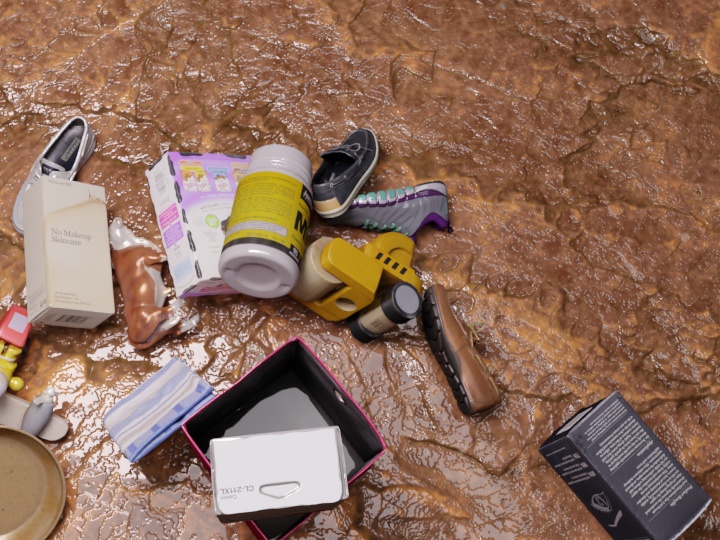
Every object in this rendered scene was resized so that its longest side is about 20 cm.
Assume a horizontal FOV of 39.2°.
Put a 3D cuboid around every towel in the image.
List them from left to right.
[{"bbox_3d":[-0.279,0.186,1.384,0.147,0.200,0.024,-40,110,-14],"label":"towel"}]

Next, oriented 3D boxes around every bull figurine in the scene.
[{"bbox_3d":[-0.311,0.012,1.487,0.121,0.065,0.201,-16,79,9],"label":"bull figurine"}]

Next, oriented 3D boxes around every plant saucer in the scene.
[{"bbox_3d":[-0.500,0.297,1.362,0.199,0.035,0.201,-4,104,-18],"label":"plant saucer"}]

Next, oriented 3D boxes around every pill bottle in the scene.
[{"bbox_3d":[-0.128,-0.072,1.426,0.114,0.114,0.201,10,56,-3],"label":"pill bottle"}]

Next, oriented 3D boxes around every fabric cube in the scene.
[{"bbox_3d":[-0.105,0.241,1.375,0.200,0.199,0.196,-37,79,-15],"label":"fabric cube"}]

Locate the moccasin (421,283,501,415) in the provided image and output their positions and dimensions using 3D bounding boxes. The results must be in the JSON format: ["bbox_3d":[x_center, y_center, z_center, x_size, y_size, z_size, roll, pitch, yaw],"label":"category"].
[{"bbox_3d":[0.152,0.112,1.510,0.077,0.074,0.202,-19,73,-21],"label":"moccasin"}]

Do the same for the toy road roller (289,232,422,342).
[{"bbox_3d":[0.000,0.000,1.489,0.200,0.123,0.147,32,53,-21],"label":"toy road roller"}]

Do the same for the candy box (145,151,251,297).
[{"bbox_3d":[-0.208,-0.068,1.485,0.167,0.071,0.201,-2,69,-44],"label":"candy box"}]

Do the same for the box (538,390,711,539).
[{"bbox_3d":[0.371,0.290,1.440,0.104,0.148,0.200,-38,81,-16],"label":"box"}]

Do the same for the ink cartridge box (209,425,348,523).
[{"bbox_3d":[-0.096,0.238,1.167,0.145,0.200,0.083,-5,74,-8],"label":"ink cartridge box"}]

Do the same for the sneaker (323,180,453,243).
[{"bbox_3d":[0.045,-0.078,1.560,0.199,0.074,0.088,-12,86,-7],"label":"sneaker"}]

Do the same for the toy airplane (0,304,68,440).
[{"bbox_3d":[-0.519,0.164,1.381,0.199,0.141,0.200,-18,95,-25],"label":"toy airplane"}]

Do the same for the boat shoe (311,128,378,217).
[{"bbox_3d":[-0.025,-0.164,1.547,0.074,0.062,0.200,-4,40,28],"label":"boat shoe"}]

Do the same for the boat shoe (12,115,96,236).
[{"bbox_3d":[-0.468,-0.146,1.524,0.073,0.065,0.201,21,72,0],"label":"boat shoe"}]

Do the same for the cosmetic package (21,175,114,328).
[{"bbox_3d":[-0.418,-0.024,1.446,0.103,0.073,0.201,8,64,-42],"label":"cosmetic package"}]
